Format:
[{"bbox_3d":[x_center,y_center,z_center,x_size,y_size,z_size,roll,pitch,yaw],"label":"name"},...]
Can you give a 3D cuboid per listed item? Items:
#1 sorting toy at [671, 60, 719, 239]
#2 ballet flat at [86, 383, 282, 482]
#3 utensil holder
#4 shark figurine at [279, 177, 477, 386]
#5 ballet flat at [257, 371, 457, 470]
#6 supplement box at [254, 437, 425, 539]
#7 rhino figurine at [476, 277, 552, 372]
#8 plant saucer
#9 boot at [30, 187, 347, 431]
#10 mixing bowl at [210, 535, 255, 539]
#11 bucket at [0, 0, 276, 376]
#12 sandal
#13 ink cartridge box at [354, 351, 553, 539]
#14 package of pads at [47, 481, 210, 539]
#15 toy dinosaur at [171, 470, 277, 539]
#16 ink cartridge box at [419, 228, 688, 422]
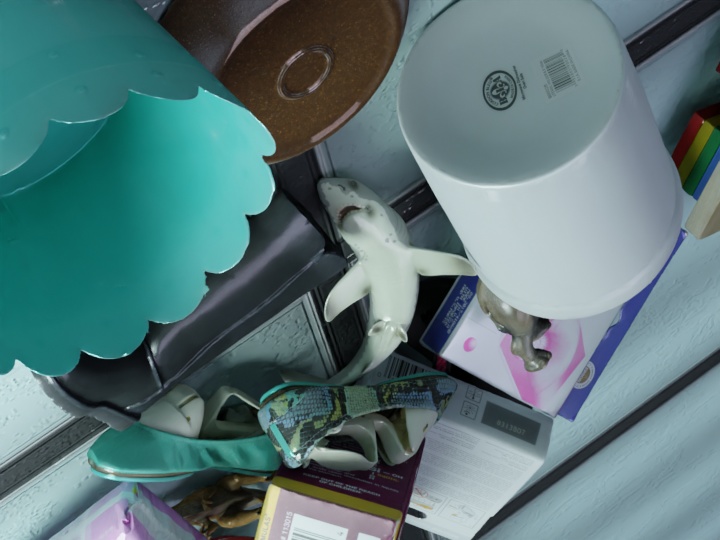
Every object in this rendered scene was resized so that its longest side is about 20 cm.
[{"bbox_3d":[0.363,-0.146,1.443,0.198,0.070,0.201,-22,145,-40],"label":"sorting toy"},{"bbox_3d":[-0.126,0.119,1.271,0.200,0.067,0.071,6,103,-53],"label":"ballet flat"},{"bbox_3d":[0.126,-0.082,1.172,0.170,0.170,0.200,-40,148,0],"label":"utensil holder"},{"bbox_3d":[0.009,0.016,1.267,0.127,0.090,0.215,8,125,-10],"label":"shark figurine"},{"bbox_3d":[0.006,0.120,1.272,0.199,0.074,0.074,-2,134,-42],"label":"ballet flat"},{"bbox_3d":[-0.021,0.204,1.303,0.200,0.103,0.132,-60,165,-75],"label":"supplement box"},{"bbox_3d":[0.168,-0.023,1.291,0.200,0.060,0.087,-47,118,-6],"label":"rhino figurine"},{"bbox_3d":[-0.042,-0.132,1.039,0.200,0.037,0.201,-29,150,-19],"label":"plant saucer"},{"bbox_3d":[-0.115,0.020,1.117,0.200,0.066,0.165,-34,163,4],"label":"boot"},{"bbox_3d":[-0.118,0.303,1.461,0.199,0.109,0.200,-25,151,-15],"label":"mixing bowl"},{"bbox_3d":[-0.164,-0.056,0.900,0.207,0.135,0.208,-28,148,-19],"label":"bucket"},{"bbox_3d":[0.094,0.077,1.410,0.075,0.045,0.200,-29,129,12],"label":"sandal"},{"bbox_3d":[0.057,0.156,1.447,0.200,0.162,0.057,121,-10,-60],"label":"ink cartridge box"},{"bbox_3d":[-0.200,0.253,1.261,0.200,0.076,0.120,-38,113,19],"label":"package of pads"},{"bbox_3d":[-0.106,0.191,1.404,0.106,0.061,0.200,-19,170,35],"label":"toy dinosaur"},{"bbox_3d":[0.172,0.017,1.374,0.200,0.043,0.197,28,94,-36],"label":"ink cartridge box"}]
